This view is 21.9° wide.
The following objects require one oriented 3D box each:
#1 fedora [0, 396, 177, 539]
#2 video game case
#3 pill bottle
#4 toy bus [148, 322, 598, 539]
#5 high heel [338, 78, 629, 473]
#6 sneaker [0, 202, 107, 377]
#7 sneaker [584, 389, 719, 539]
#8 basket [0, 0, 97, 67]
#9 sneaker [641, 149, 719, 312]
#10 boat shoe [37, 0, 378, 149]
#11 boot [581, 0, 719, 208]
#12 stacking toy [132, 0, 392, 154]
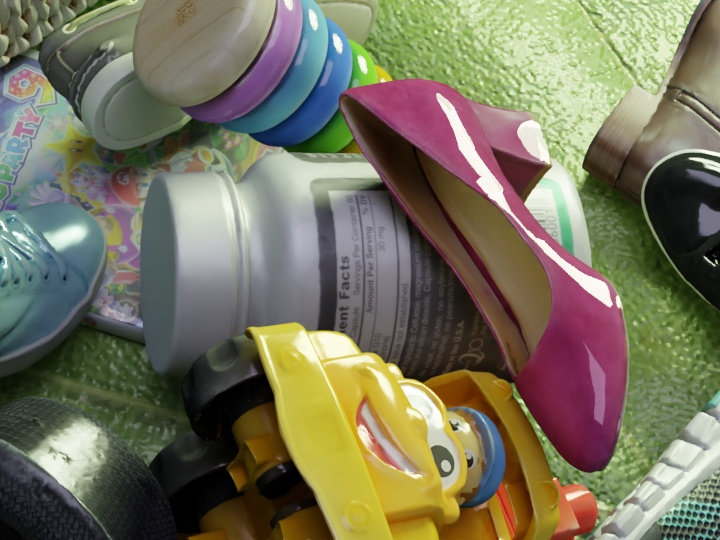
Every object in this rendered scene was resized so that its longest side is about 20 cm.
[{"bbox_3d":[-0.132,0.126,0.777,0.200,0.201,0.092,31,43,10],"label":"fedora"},{"bbox_3d":[-0.137,-0.039,0.964,0.199,0.018,0.144,17,59,2],"label":"video game case"},{"bbox_3d":[0.000,0.000,0.892,0.199,0.113,0.114,0,59,-17],"label":"pill bottle"},{"bbox_3d":[0.020,0.105,0.804,0.191,0.200,0.136,-10,61,-22],"label":"toy bus"},{"bbox_3d":[0.050,-0.003,0.794,0.095,0.067,0.201,7,53,-24],"label":"high heel"},{"bbox_3d":[-0.176,0.005,0.845,0.074,0.082,0.200,41,39,9],"label":"sneaker"},{"bbox_3d":[0.161,0.133,0.875,0.091,0.078,0.200,42,64,12],"label":"sneaker"},{"bbox_3d":[-0.219,-0.233,0.956,0.200,0.199,0.161,36,65,22],"label":"basket"},{"bbox_3d":[0.214,0.011,0.900,0.073,0.112,0.200,-45,79,7],"label":"sneaker"},{"bbox_3d":[-0.075,-0.122,0.976,0.201,0.072,0.060,-23,53,-40],"label":"boat shoe"},{"bbox_3d":[0.248,-0.063,1.004,0.200,0.064,0.187,35,74,16],"label":"boot"},{"bbox_3d":[-0.018,-0.082,0.928,0.200,0.085,0.086,32,46,-43],"label":"stacking toy"}]
